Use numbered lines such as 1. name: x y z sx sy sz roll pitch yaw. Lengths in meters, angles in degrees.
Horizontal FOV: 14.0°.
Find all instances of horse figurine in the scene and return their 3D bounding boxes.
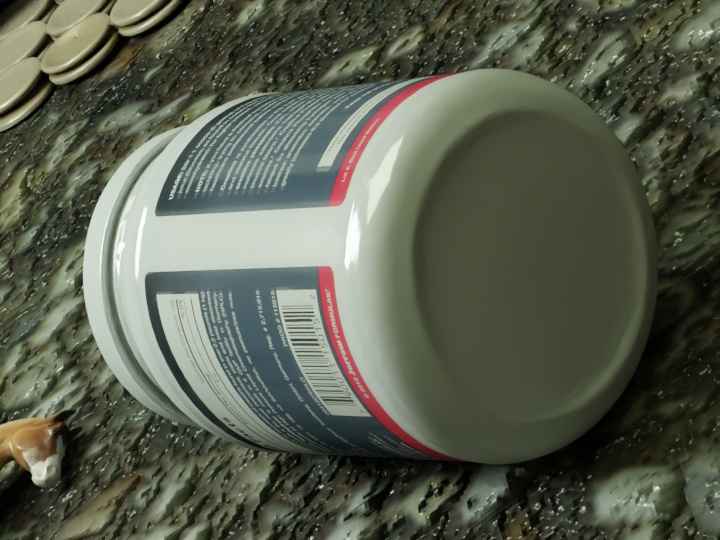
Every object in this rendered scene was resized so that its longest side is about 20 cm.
1. horse figurine: -0.221 0.132 1.287 0.200 0.050 0.133 -28 27 22

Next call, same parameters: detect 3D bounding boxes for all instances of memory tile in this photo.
1. memory tile: -0.141 -0.164 1.714 0.200 0.017 0.153 -32 26 14

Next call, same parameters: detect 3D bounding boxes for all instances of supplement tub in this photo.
1. supplement tub: 0.000 0.000 1.097 0.200 0.140 0.140 -1 44 53

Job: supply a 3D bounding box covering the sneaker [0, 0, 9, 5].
1. sneaker: -0.258 -0.147 1.809 0.201 0.076 0.115 -52 -9 11
